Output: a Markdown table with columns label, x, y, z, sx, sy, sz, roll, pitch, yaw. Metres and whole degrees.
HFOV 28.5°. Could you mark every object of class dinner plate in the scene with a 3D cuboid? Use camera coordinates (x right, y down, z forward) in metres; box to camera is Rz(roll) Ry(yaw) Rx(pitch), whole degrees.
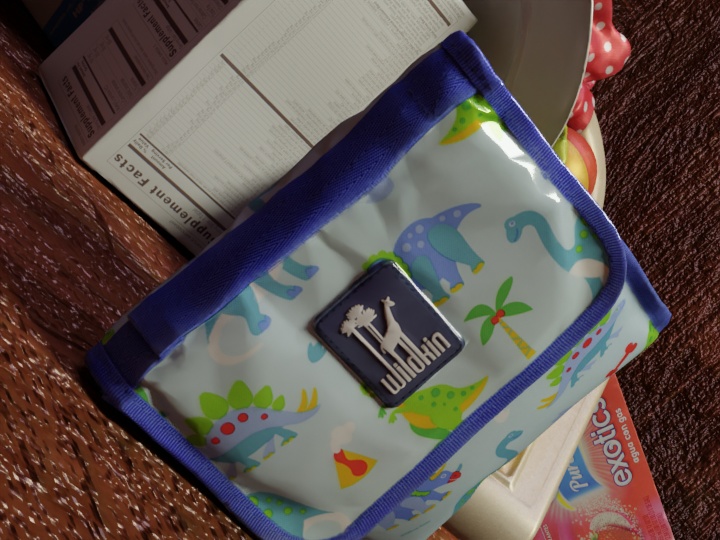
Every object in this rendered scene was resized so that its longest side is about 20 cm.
| label | x | y | z | sx | sy | sz | roll | pitch | yaw |
| --- | --- | --- | --- | --- | --- | --- | --- | --- | --- |
| dinner plate | 0.061 | -0.148 | 0.798 | 0.024 | 0.202 | 0.201 | -6 | 41 | -31 |

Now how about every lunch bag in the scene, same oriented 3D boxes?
| label | x | y | z | sx | sy | sz | roll | pitch | yaw |
| --- | --- | --- | --- | --- | --- | --- | --- | --- | --- |
| lunch bag | 0.011 | 0.014 | 0.536 | 0.128 | 0.170 | 0.200 | 51 | 5 | 31 |

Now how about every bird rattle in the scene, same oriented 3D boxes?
| label | x | y | z | sx | sy | sz | roll | pitch | yaw |
| --- | --- | --- | --- | --- | --- | --- | --- | --- | --- |
| bird rattle | 0.115 | -0.090 | 0.937 | 0.200 | 0.112 | 0.165 | -41 | 120 | -55 |

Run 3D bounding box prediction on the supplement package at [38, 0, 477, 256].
| label | x | y | z | sx | sy | sz | roll | pitch | yaw |
| --- | --- | --- | --- | --- | --- | --- | --- | --- | --- |
| supplement package | -0.059 | -0.122 | 0.767 | 0.114 | 0.200 | 0.110 | 43 | 7 | -40 |

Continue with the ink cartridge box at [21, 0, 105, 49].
| label | x | y | z | sx | sy | sz | roll | pitch | yaw |
| --- | --- | --- | --- | --- | --- | --- | --- | --- | --- |
| ink cartridge box | -0.184 | -0.208 | 0.964 | 0.200 | 0.067 | 0.116 | 52 | 19 | 28 |

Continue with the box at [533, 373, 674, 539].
| label | x | y | z | sx | sy | sz | roll | pitch | yaw |
| --- | --- | --- | --- | --- | --- | --- | --- | --- | --- |
| box | 0.126 | 0.107 | 0.943 | 0.103 | 0.094 | 0.202 | -117 | -176 | -73 |

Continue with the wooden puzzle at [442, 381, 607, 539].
| label | x | y | z | sx | sy | sz | roll | pitch | yaw |
| --- | --- | --- | --- | --- | --- | --- | --- | --- | --- |
| wooden puzzle | 0.048 | 0.018 | 0.722 | 0.184 | 0.037 | 0.200 | 39 | 50 | -2 |
